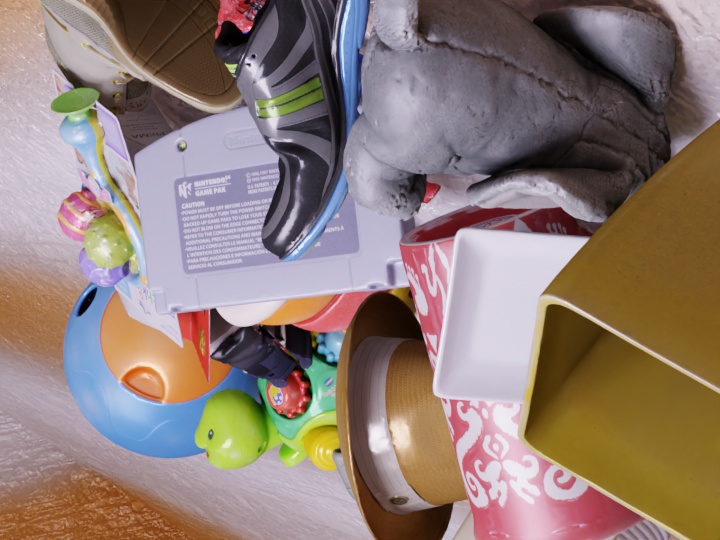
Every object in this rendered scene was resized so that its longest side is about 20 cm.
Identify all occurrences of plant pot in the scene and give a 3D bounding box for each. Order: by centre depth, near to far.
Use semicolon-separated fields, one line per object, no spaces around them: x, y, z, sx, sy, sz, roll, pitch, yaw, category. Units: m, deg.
0.209;0.030;0.718;0.200;0.177;0.200;29;159;15;plant pot

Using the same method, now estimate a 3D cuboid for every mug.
0.123;0.051;0.938;0.200;0.177;0.133;71;164;-9;mug

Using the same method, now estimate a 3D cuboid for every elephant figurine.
0.101;-0.078;0.762;0.200;0.155;0.142;18;118;4;elephant figurine

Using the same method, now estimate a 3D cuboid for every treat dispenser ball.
-0.180;0.078;1.418;0.201;0.201;0.201;31;160;13;treat dispenser ball

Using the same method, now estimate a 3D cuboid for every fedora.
0.054;0.105;1.038;0.082;0.201;0.201;-9;140;23;fedora

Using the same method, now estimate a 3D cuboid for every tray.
0.145;0.029;0.849;0.200;0.108;0.022;5;-157;-5;tray

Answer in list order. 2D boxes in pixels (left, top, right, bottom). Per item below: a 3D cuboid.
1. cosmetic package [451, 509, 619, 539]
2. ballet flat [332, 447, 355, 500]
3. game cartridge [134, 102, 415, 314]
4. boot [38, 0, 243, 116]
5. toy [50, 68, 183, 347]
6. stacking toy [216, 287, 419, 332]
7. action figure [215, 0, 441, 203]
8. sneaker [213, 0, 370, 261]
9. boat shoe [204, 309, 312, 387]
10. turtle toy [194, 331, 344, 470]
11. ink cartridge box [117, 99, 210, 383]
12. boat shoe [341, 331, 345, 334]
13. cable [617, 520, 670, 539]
0.147;0.176;1.115;0.103;0.200;0.073;29;160;14;cosmetic package
0.058;0.110;1.180;0.064;0.200;0.067;56;-163;14;ballet flat
-0.058;-0.045;0.998;0.200;0.133;0.041;-6;-177;26;game cartridge
-0.154;-0.152;1.047;0.200;0.072;0.155;36;160;13;boot
-0.195;-0.039;1.104;0.115;0.047;0.200;35;142;47;toy
0.000;0.000;1.118;0.200;0.146;0.146;24;168;-30;stacking toy
-0.016;-0.126;0.890;0.200;0.065;0.099;37;169;-5;action figure
-0.041;-0.105;0.824;0.083;0.200;0.071;1;-162;-9;sneaker
-0.100;0.014;1.244;0.093;0.075;0.200;35;-153;-39;boat shoe
-0.051;0.102;1.282;0.101;0.200;0.146;47;177;-21;turtle toy
-0.159;-0.025;1.154;0.200;0.047;0.160;-125;33;-58;ink cartridge box
0.002;0.025;1.203;0.200;0.065;0.072;36;160;-2;boat shoe
0.176;0.195;1.301;0.200;0.069;0.200;47;157;-29;cable
